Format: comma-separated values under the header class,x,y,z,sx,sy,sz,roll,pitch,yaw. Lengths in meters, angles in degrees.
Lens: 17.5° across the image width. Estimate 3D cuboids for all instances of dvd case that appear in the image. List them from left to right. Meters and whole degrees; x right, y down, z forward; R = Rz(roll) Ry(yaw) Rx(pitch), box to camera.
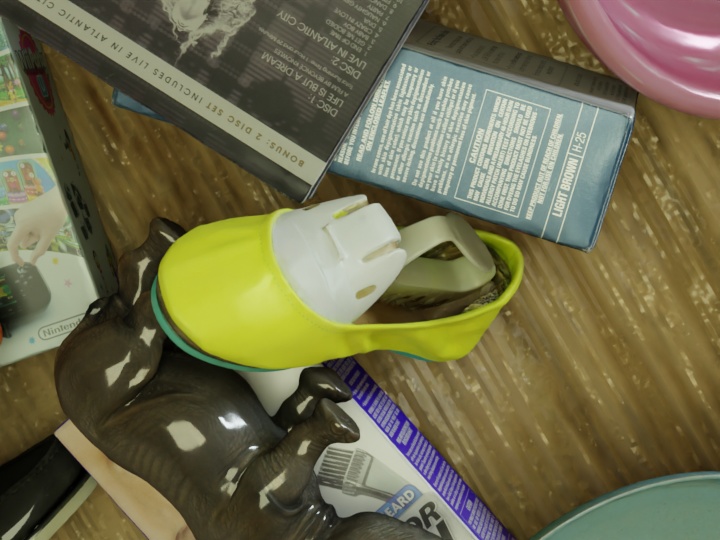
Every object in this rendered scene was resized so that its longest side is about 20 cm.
class,x,y,z,sx,sy,sz,roll,pitch,yaw
dvd case,-0.034,-0.146,0.874,0.148,0.016,0.200,32,108,0

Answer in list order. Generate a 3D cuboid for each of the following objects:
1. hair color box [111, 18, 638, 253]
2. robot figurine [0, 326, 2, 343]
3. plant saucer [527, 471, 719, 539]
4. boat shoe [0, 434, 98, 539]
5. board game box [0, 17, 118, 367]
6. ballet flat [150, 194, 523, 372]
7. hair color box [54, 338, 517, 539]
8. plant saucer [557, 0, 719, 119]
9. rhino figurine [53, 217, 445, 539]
class,x,y,z,sx,sy,sz,roll,pitch,yaw
hair color box,0.009,-0.071,0.949,0.199,0.100,0.061,18,103,4
robot figurine,-0.231,0.037,0.924,0.116,0.144,0.201,-21,97,38
plant saucer,0.123,0.163,0.967,0.199,0.027,0.201,-7,119,-12
boat shoe,-0.202,0.127,1.015,0.201,0.074,0.063,-32,101,14
board game box,-0.200,-0.050,0.997,0.147,0.064,0.201,-19,95,8
ballet flat,0.000,0.000,0.917,0.067,0.200,0.067,-36,68,27
hair color box,-0.021,0.103,0.996,0.109,0.065,0.200,-42,90,11
plant saucer,0.153,-0.160,0.911,0.200,0.051,0.201,-8,113,-21
rhino figurine,-0.039,0.078,0.933,0.200,0.060,0.087,44,103,-2
